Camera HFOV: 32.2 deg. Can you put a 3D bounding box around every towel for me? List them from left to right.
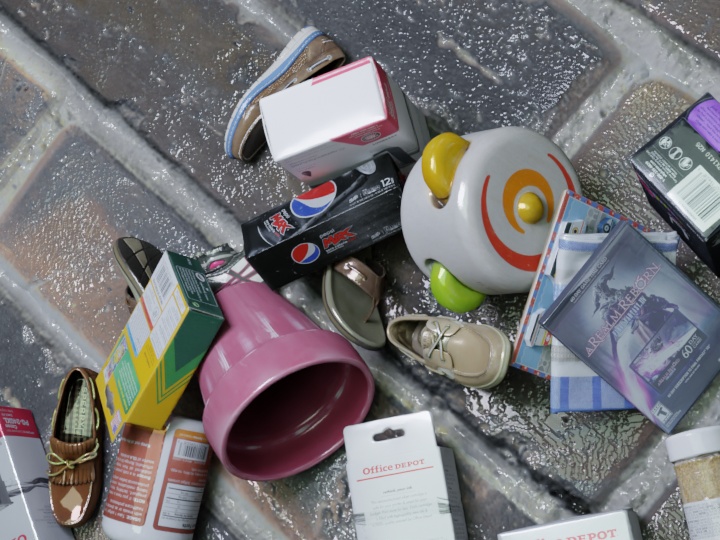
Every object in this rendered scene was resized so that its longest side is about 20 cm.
[{"bbox_3d":[0.276,0.055,1.350,0.147,0.024,0.200,0,97,-17],"label":"towel"}]

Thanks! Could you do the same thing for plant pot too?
[{"bbox_3d":[-0.111,0.117,1.467,0.200,0.200,0.179,-43,53,7],"label":"plant pot"}]

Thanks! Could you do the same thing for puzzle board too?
[{"bbox_3d":[0.249,0.029,1.371,0.017,0.151,0.200,12,83,56],"label":"puzzle board"}]

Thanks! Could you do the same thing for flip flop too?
[{"bbox_3d":[-0.266,0.043,1.591,0.058,0.081,0.200,-39,72,29],"label":"flip flop"},{"bbox_3d":[0.000,0.000,1.488,0.058,0.081,0.200,-31,52,42],"label":"flip flop"}]

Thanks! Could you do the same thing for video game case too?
[{"bbox_3d":[0.306,0.062,1.337,0.200,0.019,0.143,40,88,-17],"label":"video game case"}]

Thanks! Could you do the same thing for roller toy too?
[{"bbox_3d":[0.151,-0.067,1.385,0.140,0.182,0.200,-5,103,57],"label":"roller toy"}]

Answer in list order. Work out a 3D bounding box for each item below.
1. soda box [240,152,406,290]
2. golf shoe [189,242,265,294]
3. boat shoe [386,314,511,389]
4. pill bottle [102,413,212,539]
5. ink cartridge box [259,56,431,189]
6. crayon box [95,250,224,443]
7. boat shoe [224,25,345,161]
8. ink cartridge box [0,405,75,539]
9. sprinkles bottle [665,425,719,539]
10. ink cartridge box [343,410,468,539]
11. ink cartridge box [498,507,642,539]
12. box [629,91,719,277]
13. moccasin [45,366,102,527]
[{"bbox_3d":[-0.036,-0.056,1.454,0.200,0.071,0.063,-25,44,11],"label":"soda box"},{"bbox_3d":[-0.125,-0.004,1.562,0.200,0.077,0.088,-18,95,16],"label":"golf shoe"},{"bbox_3d":[0.096,0.085,1.396,0.200,0.065,0.072,17,92,63],"label":"boat shoe"},{"bbox_3d":[-0.249,0.273,1.515,0.112,0.112,0.200,10,82,22],"label":"pill bottle"},{"bbox_3d":[-0.010,-0.158,1.472,0.146,0.200,0.085,-19,73,16],"label":"ink cartridge box"},{"bbox_3d":[-0.239,0.094,1.466,0.200,0.052,0.126,-58,34,20],"label":"crayon box"},{"bbox_3d":[-0.095,-0.216,1.585,0.072,0.072,0.200,36,92,22],"label":"boat shoe"},{"bbox_3d":[-0.474,0.296,1.607,0.145,0.083,0.200,-29,70,12],"label":"ink cartridge box"},{"bbox_3d":[0.377,0.266,1.310,0.068,0.068,0.200,-15,74,16],"label":"sprinkles bottle"},{"bbox_3d":[0.055,0.270,1.428,0.116,0.067,0.200,-13,75,17],"label":"ink cartridge box"},{"bbox_3d":[0.239,0.363,1.324,0.145,0.083,0.200,-15,74,17],"label":"ink cartridge box"},{"bbox_3d":[0.371,-0.084,1.316,0.106,0.200,0.122,-41,68,8],"label":"box"},{"bbox_3d":[-0.361,0.223,1.582,0.074,0.078,0.201,7,79,5],"label":"moccasin"}]
